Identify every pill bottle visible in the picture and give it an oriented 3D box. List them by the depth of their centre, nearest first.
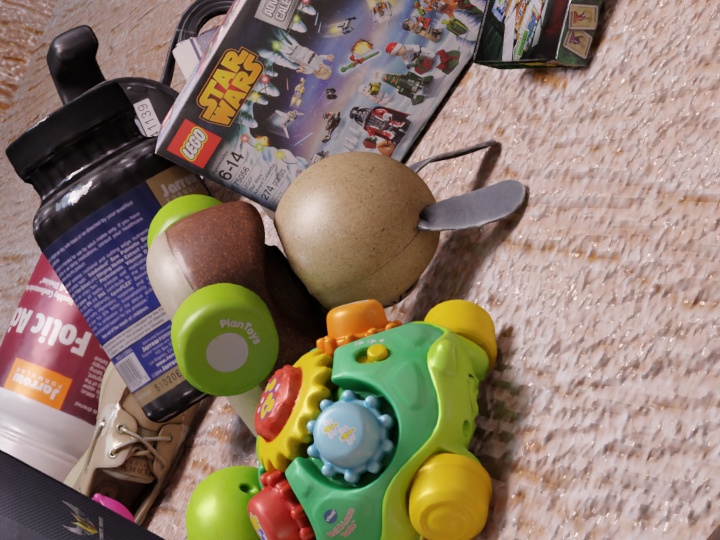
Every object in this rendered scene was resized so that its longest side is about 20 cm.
[{"bbox_3d":[-0.137,-0.013,1.524,0.112,0.200,0.112,-32,0,0],"label":"pill bottle"},{"bbox_3d":[-0.224,0.072,1.865,0.200,0.114,0.114,-67,16,-9],"label":"pill bottle"}]

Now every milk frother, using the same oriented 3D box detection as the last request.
[{"bbox_3d":[-0.147,-0.116,1.909,0.188,0.199,0.181,151,111,-81],"label":"milk frother"}]

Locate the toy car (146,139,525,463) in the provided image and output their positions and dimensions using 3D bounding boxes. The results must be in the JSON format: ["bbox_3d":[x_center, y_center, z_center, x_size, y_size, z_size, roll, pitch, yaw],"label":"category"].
[{"bbox_3d":[0.000,0.000,1.304,0.200,0.158,0.164,-34,24,4],"label":"toy car"}]

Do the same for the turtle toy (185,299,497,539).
[{"bbox_3d":[-0.012,0.097,1.173,0.200,0.101,0.146,-53,20,36],"label":"turtle toy"}]

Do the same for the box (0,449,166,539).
[{"bbox_3d":[-0.168,0.198,1.416,0.051,0.157,0.200,-55,17,15],"label":"box"}]

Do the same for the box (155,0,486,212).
[{"bbox_3d":[-0.020,-0.124,1.463,0.200,0.137,0.040,-57,15,29],"label":"box"}]

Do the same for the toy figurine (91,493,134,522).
[{"bbox_3d":[-0.219,0.219,1.551,0.184,0.200,0.150,-56,26,-15],"label":"toy figurine"}]

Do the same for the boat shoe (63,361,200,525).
[{"bbox_3d":[-0.154,0.122,1.661,0.200,0.072,0.065,-61,25,22],"label":"boat shoe"}]

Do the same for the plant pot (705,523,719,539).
[{"bbox_3d":[0.152,0.097,0.562,0.187,0.187,0.200,-42,13,54],"label":"plant pot"}]

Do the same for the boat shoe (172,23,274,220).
[{"bbox_3d":[-0.065,-0.124,1.733,0.093,0.075,0.200,-31,45,2],"label":"boat shoe"}]

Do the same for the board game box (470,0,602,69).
[{"bbox_3d":[0.113,-0.207,1.294,0.105,0.023,0.201,-169,94,-69],"label":"board game box"}]
